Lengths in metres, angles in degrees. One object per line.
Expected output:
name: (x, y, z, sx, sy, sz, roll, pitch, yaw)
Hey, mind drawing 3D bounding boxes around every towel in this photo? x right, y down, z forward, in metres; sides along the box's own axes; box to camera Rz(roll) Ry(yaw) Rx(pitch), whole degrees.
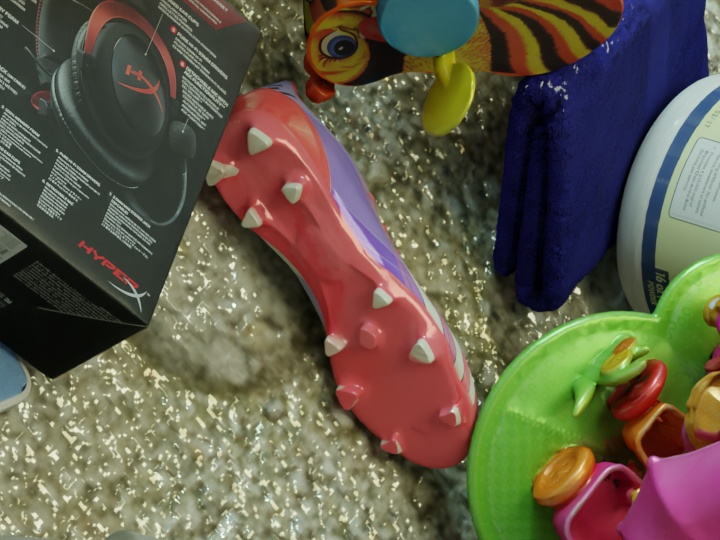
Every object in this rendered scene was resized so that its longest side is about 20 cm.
towel: (0.125, -0.089, 1.336, 0.200, 0.049, 0.148, -50, 148, -43)

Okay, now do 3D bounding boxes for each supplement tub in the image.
supplement tub: (0.246, -0.012, 1.318, 0.145, 0.199, 0.146, -24, 123, -44)

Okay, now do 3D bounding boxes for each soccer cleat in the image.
soccer cleat: (0.000, 0.000, 1.228, 0.201, 0.066, 0.077, 55, 32, -9)

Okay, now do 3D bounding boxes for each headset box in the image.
headset box: (-0.136, -0.080, 1.125, 0.148, 0.075, 0.201, 39, 47, -25)

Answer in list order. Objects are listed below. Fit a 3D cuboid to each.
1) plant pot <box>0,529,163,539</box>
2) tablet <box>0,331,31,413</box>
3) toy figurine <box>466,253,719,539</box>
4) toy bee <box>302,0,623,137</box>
plant pot: (-0.161, 0.173, 0.947, 0.173, 0.200, 0.201, 21, 58, -14)
tablet: (-0.225, -0.017, 1.077, 0.130, 0.014, 0.201, -24, 89, -44)
toy figurine: (0.164, 0.086, 1.156, 0.200, 0.184, 0.150, -46, 108, -8)
toy bee: (0.016, -0.125, 1.220, 0.199, 0.109, 0.131, 24, 49, 0)
